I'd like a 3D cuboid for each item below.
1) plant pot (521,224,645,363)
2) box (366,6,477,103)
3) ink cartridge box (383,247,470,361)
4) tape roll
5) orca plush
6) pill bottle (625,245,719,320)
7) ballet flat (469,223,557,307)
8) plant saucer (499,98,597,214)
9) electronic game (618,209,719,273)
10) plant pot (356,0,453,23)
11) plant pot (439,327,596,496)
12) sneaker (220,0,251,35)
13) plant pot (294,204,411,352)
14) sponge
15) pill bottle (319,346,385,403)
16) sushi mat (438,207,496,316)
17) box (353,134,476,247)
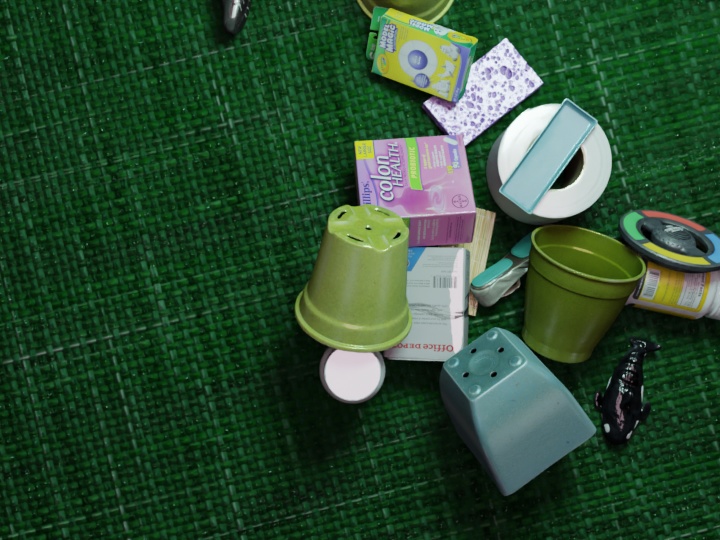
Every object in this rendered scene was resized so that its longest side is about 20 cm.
[{"bbox_3d":[0.371,0.051,1.680,0.200,0.201,0.193,12,117,-1],"label":"plant pot"},{"bbox_3d":[0.101,-0.391,1.724,0.199,0.118,0.048,24,44,14],"label":"box"},{"bbox_3d":[0.120,0.060,1.721,0.144,0.084,0.201,1,88,14],"label":"ink cartridge box"},{"bbox_3d":[0.334,-0.187,1.722,0.202,0.139,0.204,0,89,-1],"label":"tape roll"},{"bbox_3d":[0.497,0.222,1.742,0.105,0.071,0.200,31,87,0],"label":"orca plush"},{"bbox_3d":[0.570,0.025,1.730,0.199,0.114,0.115,12,88,-1],"label":"pill bottle"},{"bbox_3d":[0.289,-0.007,1.759,0.200,0.067,0.064,-37,117,-5],"label":"ballet flat"},{"bbox_3d":[0.321,-0.195,1.644,0.070,0.019,0.200,36,87,0],"label":"plant saucer"},{"bbox_3d":[0.557,-0.054,1.703,0.199,0.200,0.042,11,120,-1],"label":"electronic game"},{"bbox_3d":[0.086,-0.549,1.708,0.200,0.184,0.201,0,88,-2],"label":"plant pot"},{"bbox_3d":[0.246,0.216,1.637,0.196,0.196,0.200,-35,125,-2],"label":"plant pot"},{"bbox_3d":[-0.258,-0.532,1.763,0.115,0.076,0.201,9,77,4],"label":"sneaker"},{"bbox_3d":[0.000,0.000,1.572,0.200,0.201,0.185,8,124,-1],"label":"plant pot"},{"bbox_3d":[0.226,-0.326,1.779,0.200,0.030,0.112,-38,88,-2],"label":"sponge"},{"bbox_3d":[-0.015,0.171,1.669,0.114,0.200,0.115,0,87,-1],"label":"pill bottle"},{"bbox_3d":[0.187,-0.020,1.774,0.095,0.012,0.201,12,88,-1],"label":"sushi mat"},{"bbox_3d":[0.093,-0.140,1.699,0.199,0.097,0.176,-4,58,-1],"label":"box"}]
